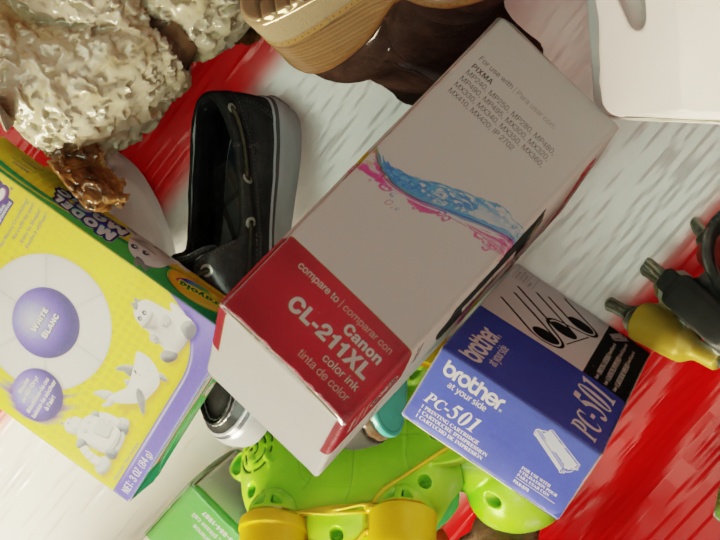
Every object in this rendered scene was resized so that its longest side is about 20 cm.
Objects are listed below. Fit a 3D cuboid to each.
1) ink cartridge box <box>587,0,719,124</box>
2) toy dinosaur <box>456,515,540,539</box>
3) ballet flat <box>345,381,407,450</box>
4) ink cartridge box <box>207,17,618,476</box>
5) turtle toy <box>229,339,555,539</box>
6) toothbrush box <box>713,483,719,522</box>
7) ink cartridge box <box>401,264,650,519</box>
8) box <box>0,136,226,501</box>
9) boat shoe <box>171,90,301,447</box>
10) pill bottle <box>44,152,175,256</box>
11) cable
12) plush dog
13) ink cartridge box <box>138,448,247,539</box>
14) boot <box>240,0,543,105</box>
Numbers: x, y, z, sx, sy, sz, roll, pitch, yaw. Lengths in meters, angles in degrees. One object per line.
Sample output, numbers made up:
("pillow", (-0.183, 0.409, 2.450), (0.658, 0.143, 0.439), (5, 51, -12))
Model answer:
("ink cartridge box", (0.202, -0.143, 0.934), (0.125, 0.199, 0.130), (9, 109, 54))
("toy dinosaur", (0.090, 0.207, 1.052), (0.134, 0.200, 0.087), (5, 107, 17))
("ballet flat", (0.000, 0.000, 1.067), (0.068, 0.068, 0.202), (-2, 61, 30))
("ink cartridge box", (0.023, -0.009, 0.957), (0.083, 0.146, 0.200), (42, 75, 6))
("turtle toy", (0.021, 0.111, 1.096), (0.198, 0.101, 0.147), (-3, 60, 17))
("toothbrush box", (0.309, 0.103, 1.032), (0.146, 0.086, 0.200), (45, 107, 2))
("ink cartridge box", (0.092, 0.058, 1.020), (0.094, 0.200, 0.044), (33, 108, 6))
("box", (-0.170, 0.017, 1.048), (0.199, 0.048, 0.118), (35, 108, 7))
("boat shoe", (-0.076, -0.005, 1.084), (0.070, 0.066, 0.202), (-5, 75, 51))
("pill bottle", (-0.216, 0.010, 1.141), (0.198, 0.111, 0.112), (-19, 96, 19))
("cable", (0.216, 0.044, 1.023), (0.097, 0.050, 0.200), (-45, 57, 7))
("plush dog", (-0.122, -0.139, 1.042), (0.172, 0.200, 0.161), (-42, 62, 1))
("ink cartridge box", (-0.099, 0.232, 1.168), (0.146, 0.084, 0.200), (44, 109, 3))
("boot", (0.055, -0.141, 0.998), (0.198, 0.166, 0.073), (-13, 74, 32))
